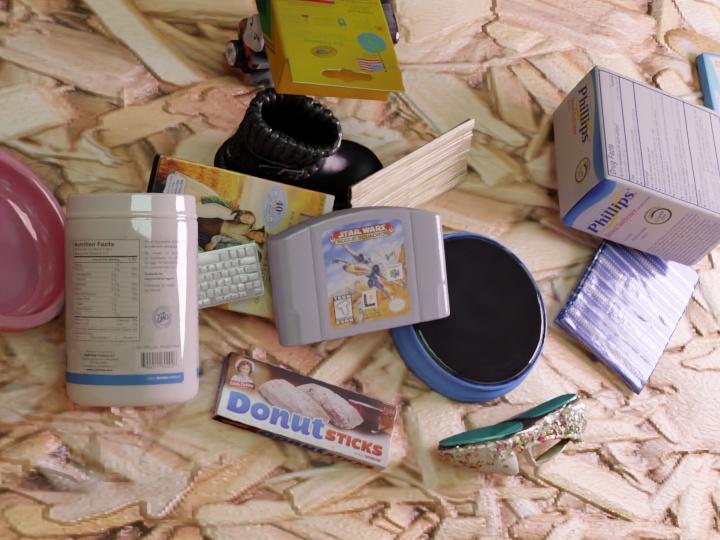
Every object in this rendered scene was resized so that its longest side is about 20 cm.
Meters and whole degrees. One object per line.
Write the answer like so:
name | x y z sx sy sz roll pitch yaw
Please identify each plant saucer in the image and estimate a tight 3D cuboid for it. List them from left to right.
plant saucer | -0.366 -0.028 1.348 0.200 0.051 0.202 32 42 -34

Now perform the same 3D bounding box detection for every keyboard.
keyboard | -0.198 0.017 1.438 0.199 0.011 0.057 -12 101 -19

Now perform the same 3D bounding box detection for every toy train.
toy train | -0.052 -0.263 1.588 0.199 0.114 0.086 -6 74 -28

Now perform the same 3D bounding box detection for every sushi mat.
sushi mat | 0.057 -0.099 1.599 0.199 0.096 0.012 -32 52 -31

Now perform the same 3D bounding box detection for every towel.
towel | 0.333 0.034 1.725 0.145 0.024 0.200 41 60 -10

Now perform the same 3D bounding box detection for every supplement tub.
supplement tub | -0.222 0.028 1.357 0.131 0.132 0.202 0 89 -26

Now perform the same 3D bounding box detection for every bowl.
bowl | 0.127 0.050 1.604 0.199 0.039 0.202 9 68 -24

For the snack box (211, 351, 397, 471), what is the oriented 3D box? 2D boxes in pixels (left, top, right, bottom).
snack box | -0.058 0.151 1.483 0.199 0.024 0.072 20 65 -19

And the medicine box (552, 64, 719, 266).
medicine box | 0.350 -0.128 1.722 0.199 0.103 0.183 17 51 -19

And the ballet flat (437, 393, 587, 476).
ballet flat | 0.178 0.194 1.559 0.199 0.076 0.064 -16 95 -27

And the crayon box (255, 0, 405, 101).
crayon box | -0.036 -0.245 1.465 0.126 0.051 0.201 3 48 -19

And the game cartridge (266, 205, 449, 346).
game cartridge | 0.000 0.000 1.498 0.199 0.041 0.134 -10 105 -21

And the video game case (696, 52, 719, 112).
video game case | 0.560 -0.225 1.932 0.199 0.018 0.144 2 71 -25

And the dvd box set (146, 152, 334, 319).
dvd box set | -0.136 -0.031 1.477 0.199 0.029 0.147 13 92 -22

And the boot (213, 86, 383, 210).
boot | -0.045 -0.130 1.516 0.210 0.158 0.080 1 70 -25
